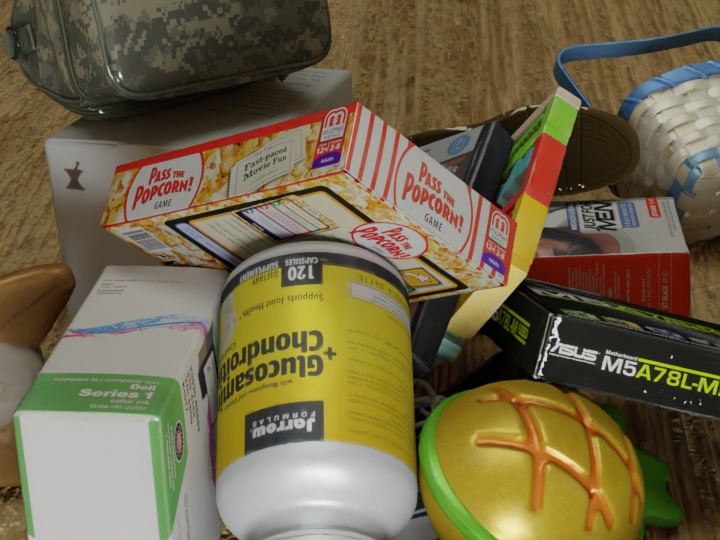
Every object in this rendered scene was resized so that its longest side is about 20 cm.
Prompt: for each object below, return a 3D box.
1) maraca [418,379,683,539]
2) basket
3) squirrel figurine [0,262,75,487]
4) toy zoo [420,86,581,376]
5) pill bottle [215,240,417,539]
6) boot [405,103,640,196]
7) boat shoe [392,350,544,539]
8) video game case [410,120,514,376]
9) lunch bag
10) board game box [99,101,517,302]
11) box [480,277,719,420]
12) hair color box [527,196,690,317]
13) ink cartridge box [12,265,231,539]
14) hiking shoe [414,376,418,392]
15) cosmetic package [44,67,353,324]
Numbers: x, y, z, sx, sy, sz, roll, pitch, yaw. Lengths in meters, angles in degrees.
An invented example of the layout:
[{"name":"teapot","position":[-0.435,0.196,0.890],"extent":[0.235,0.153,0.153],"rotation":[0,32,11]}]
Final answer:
[{"name":"maraca","position":[0.110,0.117,1.058],"extent":[0.200,0.107,0.137],"rotation":[-11,58,-51]},{"name":"basket","position":[0.269,-0.121,1.517],"extent":[0.176,0.139,0.200],"rotation":[-10,55,-16]},{"name":"squirrel figurine","position":[-0.295,0.060,1.213],"extent":[0.200,0.142,0.187],"rotation":[-12,19,-26]},{"name":"toy zoo","position":[0.081,-0.016,1.205],"extent":[0.020,0.131,0.200],"rotation":[31,46,-10]},{"name":"pill bottle","position":[-0.025,0.092,1.043],"extent":[0.112,0.112,0.200],"rotation":[-3,56,1]},{"name":"boot","position":[0.125,-0.082,1.488],"extent":[0.200,0.072,0.155],"rotation":[-7,-5,10]},{"name":"boat shoe","position":[0.054,0.103,1.142],"extent":[0.074,0.068,0.199],"rotation":[17,30,39]},{"name":"video game case","position":[0.000,0.000,1.223],"extent":[0.181,0.026,0.200],"rotation":[-16,39,40]},{"name":"lunch bag","position":[-0.140,-0.189,1.343],"extent":[0.200,0.139,0.168],"rotation":[-16,8,-32]},{"name":"board game box","position":[-0.032,-0.026,1.109],"extent":[0.200,0.151,0.046],"rotation":[-10,58,40]},{"name":"box","position":[0.184,0.051,1.147],"extent":[0.200,0.048,0.193],"rotation":[13,8,-8]},{"name":"hair color box","position":[0.140,-0.005,1.390],"extent":[0.200,0.064,0.111],"rotation":[-3,24,4]},{"name":"ink cartridge box","position":[-0.127,0.100,1.077],"extent":[0.084,0.145,0.200],"rotation":[1,23,8]},{"name":"hiking shoe","position":[0.002,0.014,1.286],"extent":[0.101,0.076,0.200],"rotation":[1,48,25]},{"name":"cosmetic package","position":[-0.109,-0.048,1.392],"extent":[0.165,0.165,0.200],"rotation":[5,25,22]}]
